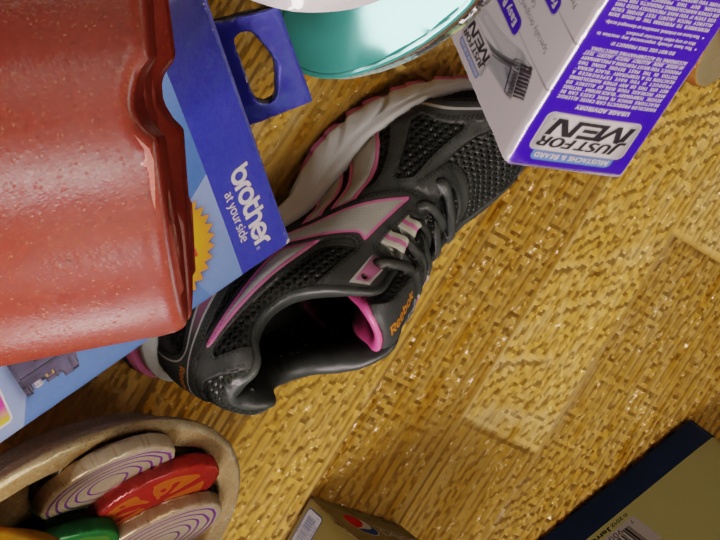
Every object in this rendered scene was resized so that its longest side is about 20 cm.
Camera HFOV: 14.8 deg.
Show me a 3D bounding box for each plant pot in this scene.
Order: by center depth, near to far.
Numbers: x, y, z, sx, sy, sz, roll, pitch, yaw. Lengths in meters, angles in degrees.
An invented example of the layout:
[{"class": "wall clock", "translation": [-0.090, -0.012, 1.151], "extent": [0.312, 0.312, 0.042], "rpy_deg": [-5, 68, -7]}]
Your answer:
[{"class": "plant pot", "translation": [-0.155, -0.044, 0.862], "extent": [0.194, 0.201, 0.202], "rpy_deg": [-5, 125, 0]}]

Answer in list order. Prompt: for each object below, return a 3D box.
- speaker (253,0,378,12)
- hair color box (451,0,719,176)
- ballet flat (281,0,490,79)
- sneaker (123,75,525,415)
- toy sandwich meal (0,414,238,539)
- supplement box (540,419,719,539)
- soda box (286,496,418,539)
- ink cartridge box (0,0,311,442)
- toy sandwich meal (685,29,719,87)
[{"class": "speaker", "translation": [-0.014, -0.192, 0.972], "extent": [0.081, 0.081, 0.201], "rpy_deg": [-23, 136, -28]}, {"class": "hair color box", "translation": [0.108, -0.146, 1.087], "extent": [0.065, 0.110, 0.200], "rpy_deg": [7, 134, -30]}, {"class": "ballet flat", "translation": [0.041, -0.148, 1.084], "extent": [0.069, 0.071, 0.200], "rpy_deg": [38, 130, -11]}, {"class": "sneaker", "translation": [0.000, 0.000, 1.155], "extent": [0.200, 0.086, 0.081], "rpy_deg": [-37, 136, -17]}, {"class": "toy sandwich meal", "translation": [-0.122, 0.144, 1.111], "extent": [0.205, 0.070, 0.206], "rpy_deg": [-29, 151, -18]}, {"class": "supplement box", "translation": [0.168, 0.219, 1.350], "extent": [0.200, 0.200, 0.135], "rpy_deg": [-37, 134, -16]}, {"class": "soda box", "translation": [-0.033, 0.210, 1.275], "extent": [0.068, 0.064, 0.201], "rpy_deg": [22, 101, -45]}, {"class": "ink cartridge box", "translation": [-0.114, -0.037, 1.047], "extent": [0.200, 0.076, 0.137], "rpy_deg": [-37, 134, -19]}, {"class": "toy sandwich meal", "translation": [0.168, -0.181, 1.169], "extent": [0.205, 0.070, 0.206], "rpy_deg": [18, 90, -73]}]
